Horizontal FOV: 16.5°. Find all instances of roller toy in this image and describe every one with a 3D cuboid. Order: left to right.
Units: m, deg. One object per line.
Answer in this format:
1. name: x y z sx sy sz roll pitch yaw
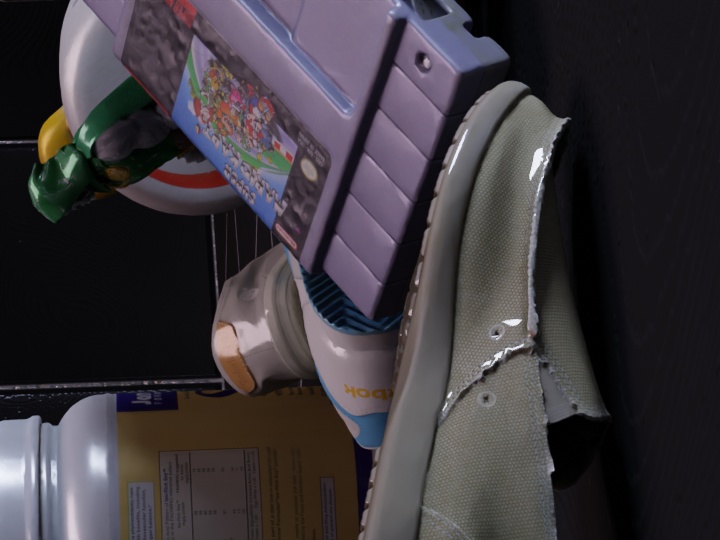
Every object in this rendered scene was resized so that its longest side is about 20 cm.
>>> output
1. roller toy: -0.115 -0.136 1.675 0.140 0.198 0.184 -110 25 -70

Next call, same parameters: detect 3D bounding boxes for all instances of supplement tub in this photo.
1. supplement tub: -0.076 0.132 1.217 0.145 0.198 0.147 178 90 -84

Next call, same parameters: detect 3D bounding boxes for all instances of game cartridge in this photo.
1. game cartridge: -0.033 -0.090 0.926 0.200 0.038 0.130 48 134 27

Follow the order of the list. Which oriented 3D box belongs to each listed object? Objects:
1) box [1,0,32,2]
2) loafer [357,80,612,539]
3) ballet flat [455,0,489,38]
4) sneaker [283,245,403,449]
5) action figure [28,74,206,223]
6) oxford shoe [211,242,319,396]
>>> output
1. box: -0.094 -0.215 1.124 0.106 0.199 0.153 38 124 39
2. loafer: 0.043 0.035 0.755 0.076 0.068 0.201 102 -179 -62
3. ballet flat: 0.020 -0.102 0.935 0.073 0.072 0.202 179 91 -84
4. sneaker: 0.000 0.000 1.135 0.201 0.076 0.081 -93 -4 -57
5. action figure: -0.064 -0.079 1.141 0.055 0.199 0.118 60 171 8
6. oxford shoe: -0.027 0.013 1.228 0.076 0.057 0.200 64 -160 -7
